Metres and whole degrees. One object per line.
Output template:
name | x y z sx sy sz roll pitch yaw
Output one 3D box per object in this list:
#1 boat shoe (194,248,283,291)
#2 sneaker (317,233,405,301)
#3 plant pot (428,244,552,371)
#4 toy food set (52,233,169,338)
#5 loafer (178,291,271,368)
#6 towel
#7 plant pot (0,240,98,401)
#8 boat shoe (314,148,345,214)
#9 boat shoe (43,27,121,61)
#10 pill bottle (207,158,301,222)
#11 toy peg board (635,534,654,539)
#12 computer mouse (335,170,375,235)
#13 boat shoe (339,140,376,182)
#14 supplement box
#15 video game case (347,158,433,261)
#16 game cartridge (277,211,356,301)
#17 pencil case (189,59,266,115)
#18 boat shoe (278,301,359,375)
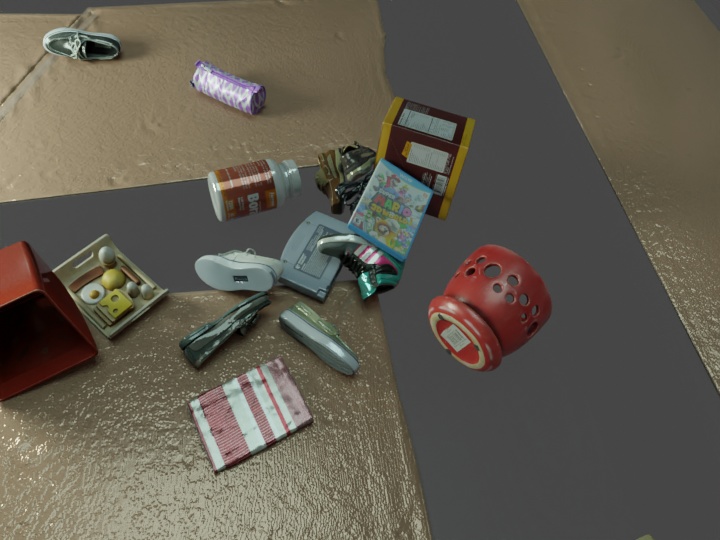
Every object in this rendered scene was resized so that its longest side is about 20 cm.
boat shoe | -0.245 -0.010 1.213 0.197 0.076 0.086 2 29 26
sneaker | 0.000 0.000 1.230 0.194 0.084 0.124 9 68 -10
plant pot | 0.248 0.084 1.154 0.199 0.202 0.182 39 66 20
toy food set | -0.502 0.027 1.173 0.198 0.061 0.143 36 58 18
loafer | -0.255 0.116 1.149 0.197 0.072 0.064 -32 82 -20
towel | -0.202 0.261 1.075 0.196 0.023 0.146 -24 63 -20
plant pot | -0.613 0.074 1.037 0.196 0.202 0.178 -25 51 -10
boat shoe | -0.072 -0.211 1.395 0.072 0.077 0.203 -2 47 -3
boat shoe | -0.746 -0.596 1.568 0.194 0.075 0.069 2 39 -18
pill bottle | -0.237 -0.187 1.325 0.195 0.113 0.114 -17 58 -18
toy peg board | 0.452 0.543 0.917 0.194 0.099 0.203 -14 57 -17
computer mouse | 0.034 -0.115 1.319 0.135 0.053 0.205 -21 87 -12
boat shoe | -0.005 -0.272 1.390 0.073 0.074 0.201 -29 15 15
supplement box | 0.140 -0.259 1.362 0.195 0.200 0.134 18 43 5
video game case | 0.068 -0.134 1.260 0.141 0.018 0.203 30 57 -7
game cartridge | -0.098 -0.037 1.287 0.130 0.042 0.202 20 55 12
pencil case | -0.343 -0.482 1.534 0.196 0.086 0.085 25 57 9
boat shoe | -0.074 0.127 1.154 0.198 0.073 0.062 35 60 19
